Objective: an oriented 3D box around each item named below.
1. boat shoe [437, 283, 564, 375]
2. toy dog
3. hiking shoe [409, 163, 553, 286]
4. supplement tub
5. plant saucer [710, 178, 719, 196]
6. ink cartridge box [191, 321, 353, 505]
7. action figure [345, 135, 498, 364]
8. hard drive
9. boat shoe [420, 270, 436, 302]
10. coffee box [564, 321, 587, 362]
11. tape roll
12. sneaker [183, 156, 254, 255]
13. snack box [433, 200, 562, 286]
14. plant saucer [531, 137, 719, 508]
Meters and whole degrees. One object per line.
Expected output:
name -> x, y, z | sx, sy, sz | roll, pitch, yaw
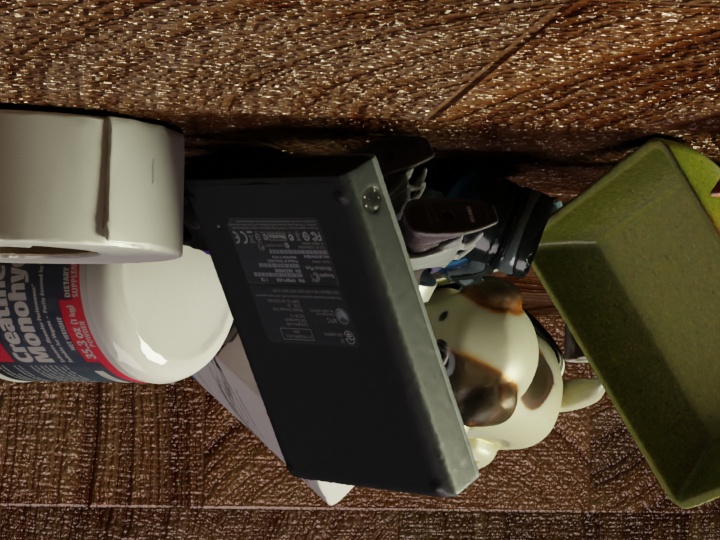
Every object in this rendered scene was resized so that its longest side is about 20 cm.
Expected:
boat shoe -> 0.084, 0.033, 1.676 | 0.200, 0.072, 0.068 | 38, 172, 5
toy dog -> 0.086, 0.083, 1.532 | 0.193, 0.140, 0.200 | 13, 165, 10
hiking shoe -> 0.060, -0.039, 1.287 | 0.086, 0.075, 0.200 | 24, 172, -9
supplement tub -> -0.195, 0.006, 1.359 | 0.199, 0.141, 0.140 | -2, 175, 37
plant saucer -> 0.320, -0.057, 1.050 | 0.199, 0.037, 0.200 | 3, 177, -30
ink cartridge box -> -0.072, 0.058, 1.465 | 0.200, 0.084, 0.145 | 40, 166, 30
action figure -> 0.014, 0.009, 1.188 | 0.069, 0.131, 0.200 | -18, 154, -24
hard drive -> -0.018, 0.032, 1.149 | 0.139, 0.201, 0.033 | 2, -153, 45
boat shoe -> -0.003, -0.001, 1.383 | 0.072, 0.061, 0.202 | 20, -168, -18
coffee box -> 0.210, 0.015, 1.595 | 0.079, 0.115, 0.200 | 1, 177, 0
tape roll -> -0.197, -0.044, 1.130 | 0.201, 0.071, 0.202 | 2, 176, 0
sneaker -> -0.078, -0.038, 1.284 | 0.099, 0.070, 0.200 | 5, 171, 8
snack box -> 0.055, -0.007, 1.517 | 0.199, 0.037, 0.116 | -15, 177, -1
plant saucer -> 0.199, 0.029, 1.194 | 0.048, 0.201, 0.200 | -28, 175, -25
